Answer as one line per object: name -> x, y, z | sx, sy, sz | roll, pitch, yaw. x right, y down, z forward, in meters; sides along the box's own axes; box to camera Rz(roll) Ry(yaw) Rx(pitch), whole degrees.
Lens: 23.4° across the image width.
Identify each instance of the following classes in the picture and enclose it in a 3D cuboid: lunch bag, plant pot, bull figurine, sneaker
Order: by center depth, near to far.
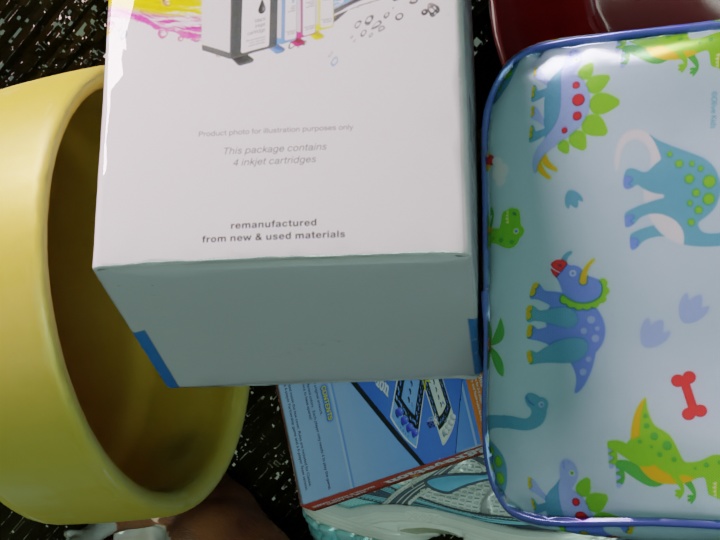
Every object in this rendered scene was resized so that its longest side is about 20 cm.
lunch bag -> 0.131, 0.007, 0.680 | 0.160, 0.082, 0.201 | -4, 80, 27
plant pot -> -0.175, 0.020, 0.804 | 0.188, 0.201, 0.202 | -8, 101, 20
sneaker -> 0.054, 0.083, 0.806 | 0.199, 0.078, 0.087 | -7, 111, 24
bull figurine -> -0.064, 0.153, 0.814 | 0.121, 0.200, 0.066 | -16, 119, -28

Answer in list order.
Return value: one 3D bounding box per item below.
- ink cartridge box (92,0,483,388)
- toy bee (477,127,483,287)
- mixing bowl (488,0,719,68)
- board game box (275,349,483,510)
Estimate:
ink cartridge box -> -0.023, -0.069, 0.730 | 0.144, 0.147, 0.201 | -2, 68, 6
toy bee -> 0.093, -0.012, 0.815 | 0.200, 0.109, 0.131 | -37, 95, 10
mixing bowl -> 0.157, -0.131, 0.787 | 0.199, 0.108, 0.202 | 1, 102, 4
board game box -> 0.000, 0.000, 0.808 | 0.102, 0.019, 0.201 | -21, 67, 20
